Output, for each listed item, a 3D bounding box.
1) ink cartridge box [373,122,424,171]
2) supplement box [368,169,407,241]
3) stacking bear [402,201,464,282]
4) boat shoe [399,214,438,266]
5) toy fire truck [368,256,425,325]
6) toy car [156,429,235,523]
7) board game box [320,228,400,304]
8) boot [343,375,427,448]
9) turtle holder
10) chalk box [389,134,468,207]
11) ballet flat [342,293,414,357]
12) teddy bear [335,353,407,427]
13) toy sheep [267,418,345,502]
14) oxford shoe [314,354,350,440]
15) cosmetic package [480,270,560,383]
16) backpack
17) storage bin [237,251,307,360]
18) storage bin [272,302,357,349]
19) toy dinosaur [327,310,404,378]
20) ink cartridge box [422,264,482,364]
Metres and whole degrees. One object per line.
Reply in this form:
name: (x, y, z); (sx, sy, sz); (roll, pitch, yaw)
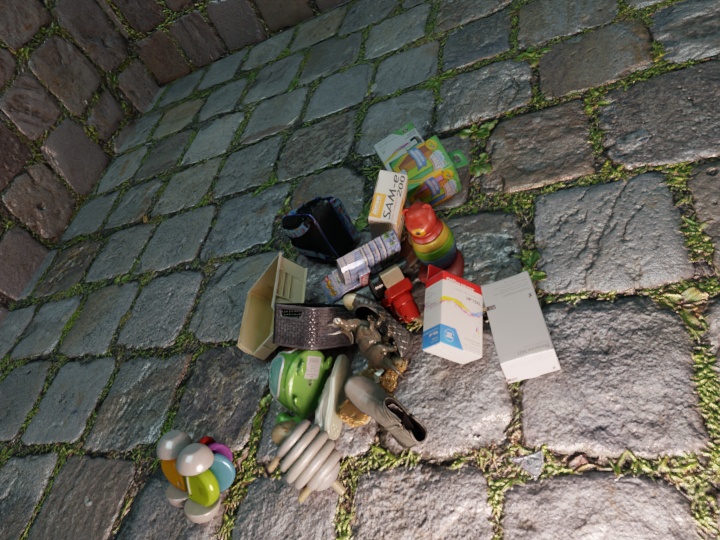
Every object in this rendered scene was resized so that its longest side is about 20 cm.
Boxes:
ink cartridge box: (0.140, -0.343, 1.639); (0.142, 0.085, 0.202); (-30, 42, 7)
supplement box: (0.071, -0.138, 1.318); (0.071, 0.201, 0.130); (11, 73, 8)
stacking bear: (0.167, -0.079, 1.291); (0.118, 0.201, 0.116); (-3, 50, 32)
boat shoe: (0.137, -0.092, 1.422); (0.074, 0.072, 0.203); (11, 60, 40)
toy fire truck: (0.118, 0.083, 1.240); (0.126, 0.176, 0.204); (-28, 80, -5)
toy car: (-0.369, 0.457, 1.237); (0.196, 0.181, 0.148); (10, 21, 40)
board game box: (0.000, 0.000, 1.262); (0.196, 0.200, 0.063); (-30, 79, -6)
boot: (0.050, 0.265, 1.058); (0.198, 0.131, 0.068); (39, 69, 15)
turtle holder: (-0.147, 0.270, 1.262); (0.129, 0.191, 0.140); (8, 24, 38)
chalk box: (0.201, -0.273, 1.486); (0.197, 0.124, 0.127); (-31, 55, 7)
ballet flat: (0.037, 0.119, 1.227); (0.198, 0.067, 0.057); (35, 50, 12)
teddy bear: (0.029, 0.265, 1.191); (0.141, 0.068, 0.203); (1, 47, 23)
toy sheep: (-0.108, 0.392, 1.111); (0.199, 0.138, 0.139); (41, 75, 4)
oxford shoe: (-0.066, 0.285, 1.223); (0.056, 0.075, 0.205); (-10, 52, 30)
cosmetic package: (0.324, 0.114, 1.097); (0.110, 0.082, 0.203); (-20, 43, 15)
backpack: (-0.129, -0.120, 1.566); (0.197, 0.185, 0.135); (3, 44, 51)
storage bin: (-0.235, 0.100, 1.431); (0.200, 0.092, 0.202); (-44, 31, 37)
storage bin: (-0.103, 0.129, 1.282); (0.132, 0.198, 0.097); (3, 90, 35)
toy dinosaur: (0.028, 0.160, 1.189); (0.102, 0.200, 0.077); (-45, -5, 31)
ink cartridge box: (0.200, 0.083, 1.152); (0.067, 0.114, 0.206); (-35, 42, 52)
